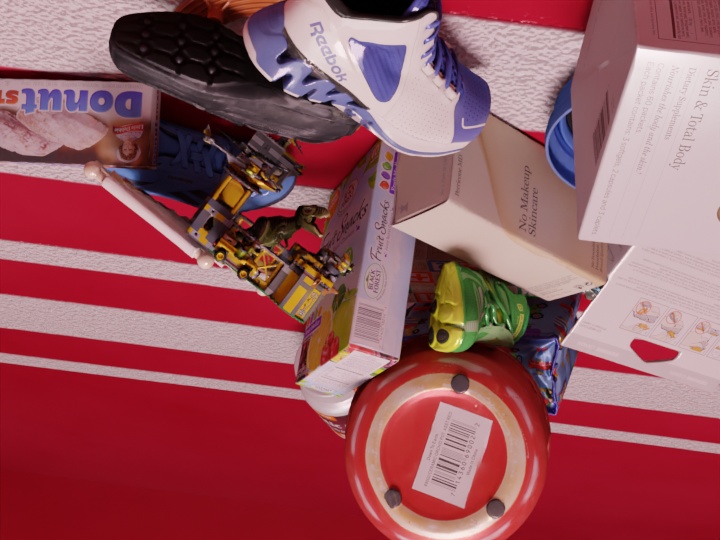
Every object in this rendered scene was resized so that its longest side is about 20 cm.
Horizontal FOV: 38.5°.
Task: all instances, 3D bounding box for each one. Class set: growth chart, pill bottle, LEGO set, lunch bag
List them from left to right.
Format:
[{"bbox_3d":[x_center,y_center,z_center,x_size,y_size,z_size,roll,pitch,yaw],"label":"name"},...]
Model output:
[{"bbox_3d":[-0.153,-0.036,0.881,0.144,0.018,0.200,38,179,11],"label":"growth chart"},{"bbox_3d":[-0.061,-0.049,0.849,0.153,0.116,0.200,38,-178,1],"label":"LEGO set"},{"bbox_3d":[-0.020,0.159,1.441,0.113,0.115,0.200,1,157,15],"label":"pill bottle"},{"bbox_3d":[0.132,0.066,1.124,0.198,0.151,0.095,6,117,20],"label":"lunch bag"}]

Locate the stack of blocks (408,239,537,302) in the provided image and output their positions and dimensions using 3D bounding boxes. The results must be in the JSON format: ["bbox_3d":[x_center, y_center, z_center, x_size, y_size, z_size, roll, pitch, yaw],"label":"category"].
[{"bbox_3d":[0.094,-0.012,1.068,0.198,0.059,0.115,1,157,15],"label":"stack of blocks"}]

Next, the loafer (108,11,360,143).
[{"bbox_3d":[-0.092,-0.136,0.772,0.199,0.069,0.070,13,150,-21],"label":"loafer"}]

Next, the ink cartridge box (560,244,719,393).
[{"bbox_3d":[0.311,0.021,0.993,0.198,0.045,0.177,18,124,-22],"label":"ink cartridge box"}]

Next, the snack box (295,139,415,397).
[{"bbox_3d":[0.000,0.000,0.940,0.053,0.202,0.142,17,156,-17],"label":"snack box"}]

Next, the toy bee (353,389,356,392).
[{"bbox_3d":[0.026,0.102,1.270,0.131,0.108,0.201,38,165,53],"label":"toy bee"}]

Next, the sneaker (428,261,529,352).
[{"bbox_3d":[0.108,0.031,0.914,0.083,0.075,0.200,12,-171,11],"label":"sneaker"}]

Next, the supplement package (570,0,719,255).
[{"bbox_3d":[0.242,-0.111,0.622,0.198,0.152,0.153,7,140,2],"label":"supplement package"}]

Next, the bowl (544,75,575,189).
[{"bbox_3d":[0.246,-0.110,0.814,0.198,0.040,0.201,7,157,3],"label":"bowl"}]

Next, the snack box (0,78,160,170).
[{"bbox_3d":[-0.270,-0.127,0.892,0.198,0.073,0.024,3,-179,10],"label":"snack box"}]

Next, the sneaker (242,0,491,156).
[{"bbox_3d":[0.031,-0.153,0.711,0.198,0.081,0.115,16,145,-35],"label":"sneaker"}]

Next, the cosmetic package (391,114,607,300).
[{"bbox_3d":[0.126,-0.057,0.895,0.199,0.105,0.073,23,152,-35],"label":"cosmetic package"}]

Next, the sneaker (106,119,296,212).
[{"bbox_3d":[-0.157,-0.097,0.926,0.198,0.067,0.078,9,168,2],"label":"sneaker"}]

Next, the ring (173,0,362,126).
[{"bbox_3d":[-0.057,-0.160,0.820,0.198,0.019,0.201,6,157,2],"label":"ring"}]

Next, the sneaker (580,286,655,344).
[{"bbox_3d":[0.311,0.019,1.054,0.199,0.079,0.090,22,150,-31],"label":"sneaker"}]

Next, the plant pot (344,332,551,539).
[{"bbox_3d":[0.077,0.157,0.954,0.198,0.203,0.182,4,178,9],"label":"plant pot"}]
